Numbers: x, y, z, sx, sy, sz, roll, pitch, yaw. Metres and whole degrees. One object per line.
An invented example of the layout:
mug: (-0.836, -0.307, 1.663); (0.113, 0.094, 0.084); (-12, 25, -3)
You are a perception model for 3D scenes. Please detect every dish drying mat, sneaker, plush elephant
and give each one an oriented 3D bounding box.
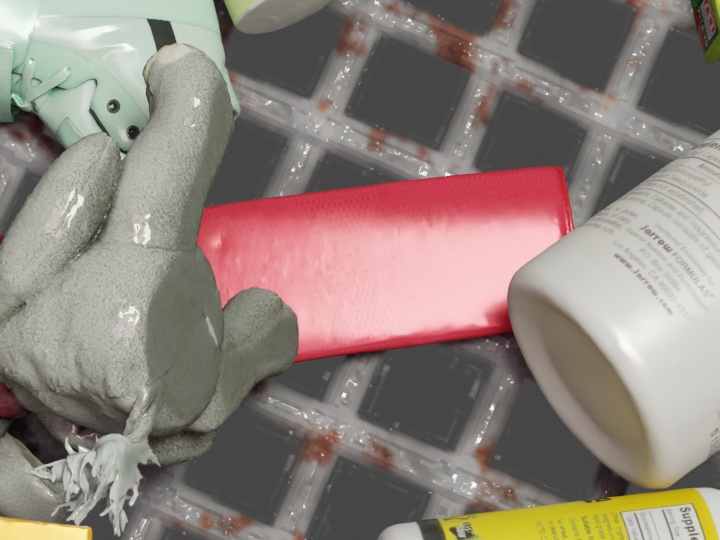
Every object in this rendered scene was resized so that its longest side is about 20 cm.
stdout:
dish drying mat: (0.000, 0.000, 1.171); (0.199, 0.018, 0.077); (-8, 80, -4)
sneaker: (-0.152, -0.077, 1.145); (0.199, 0.074, 0.119); (-20, 73, -10)
plush elephant: (-0.136, 0.027, 1.072); (0.154, 0.165, 0.200); (2, 43, 24)

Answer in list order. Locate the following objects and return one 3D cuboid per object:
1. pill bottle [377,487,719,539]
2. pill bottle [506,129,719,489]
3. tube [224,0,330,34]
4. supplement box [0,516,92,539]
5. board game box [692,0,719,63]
pill bottle: (0.110, 0.153, 1.098); (0.199, 0.112, 0.113); (-6, 79, -5)
pill bottle: (0.173, -0.004, 1.130); (0.200, 0.114, 0.115); (-34, 82, -16)
tube: (-0.070, -0.208, 1.195); (0.052, 0.058, 0.201); (-28, 74, 25)
supplement box: (-0.151, 0.170, 1.034); (0.073, 0.200, 0.127); (6, 77, -6)
board game box: (0.190, -0.208, 1.210); (0.101, 0.048, 0.201); (-12, 79, -6)
